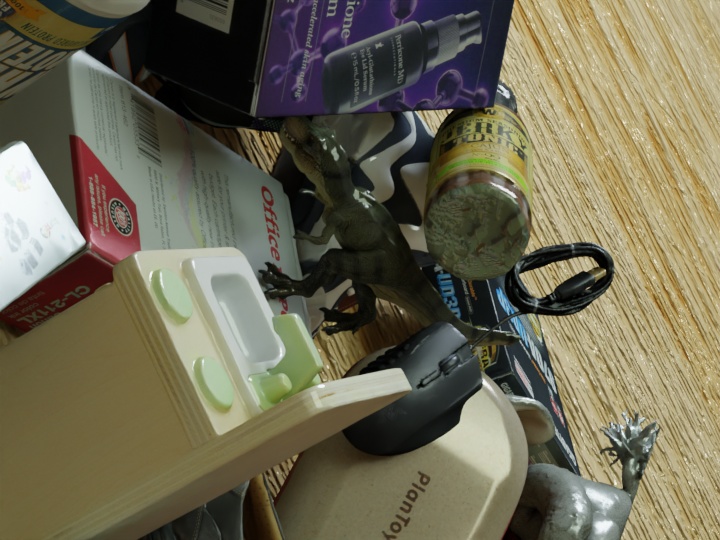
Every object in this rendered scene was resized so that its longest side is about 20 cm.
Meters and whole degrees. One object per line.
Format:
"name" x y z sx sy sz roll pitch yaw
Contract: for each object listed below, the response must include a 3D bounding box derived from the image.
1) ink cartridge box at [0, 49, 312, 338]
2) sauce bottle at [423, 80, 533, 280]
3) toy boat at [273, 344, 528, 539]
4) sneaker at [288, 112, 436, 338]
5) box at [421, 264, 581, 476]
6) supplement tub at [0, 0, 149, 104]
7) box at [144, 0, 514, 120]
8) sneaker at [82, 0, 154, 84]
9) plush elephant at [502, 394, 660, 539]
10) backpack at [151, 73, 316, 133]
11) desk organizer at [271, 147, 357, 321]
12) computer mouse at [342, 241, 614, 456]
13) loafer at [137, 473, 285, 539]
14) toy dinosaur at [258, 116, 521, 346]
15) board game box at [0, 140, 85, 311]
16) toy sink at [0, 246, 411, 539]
"ink cartridge box" -0.124 -0.015 1.393 0.200 0.083 0.146 33 37 -46
"sauce bottle" 0.071 -0.062 1.453 0.065 0.065 0.200 51 18 -19
"toy boat" 0.011 0.143 1.442 0.130 0.131 0.200 32 70 -9
"sneaker" 0.004 -0.006 1.515 0.129 0.079 0.200 26 80 -37
"box" 0.094 0.052 1.700 0.200 0.046 0.159 55 18 -56
"supplement tub" -0.212 -0.153 1.245 0.145 0.200 0.145 41 32 -33
"box" -0.010 -0.173 1.397 0.199 0.149 0.104 -7 23 -43
"sneaker" -0.152 -0.172 1.389 0.079 0.079 0.200 57 -22 26
"plush elephant" 0.089 0.153 1.551 0.165 0.154 0.201 96 17 -67
"backpack" -0.045 -0.163 1.573 0.200 0.151 0.178 13 25 -48
"desk organizer" -0.011 -0.054 1.659 0.077 0.072 0.200 53 27 -20
"computer mouse" 0.071 0.041 1.395 0.200 0.034 0.059 -36 90 -22
"loafer" -0.051 0.201 1.318 0.201 0.072 0.073 63 25 5
"toy dinosaur" 0.000 0.000 1.409 0.200 0.088 0.048 47 26 -27
"board game box" -0.232 0.024 1.089 0.064 0.147 0.200 59 26 -8
"toy sink" -0.098 0.058 1.221 0.112 0.200 0.130 64 21 8
